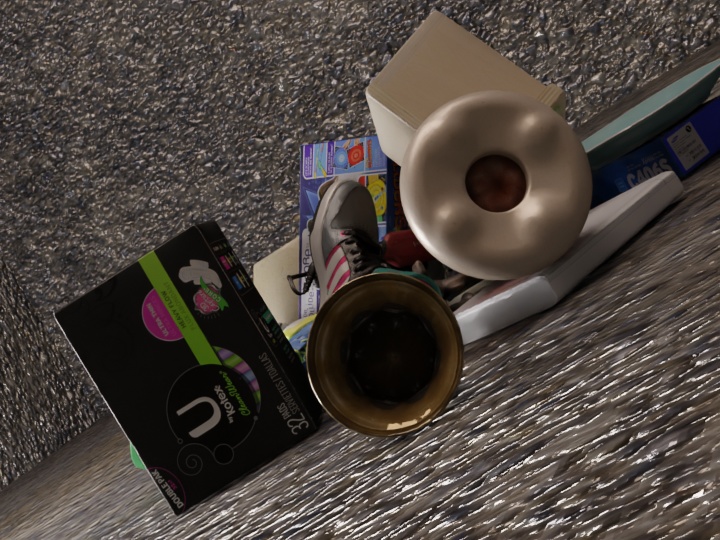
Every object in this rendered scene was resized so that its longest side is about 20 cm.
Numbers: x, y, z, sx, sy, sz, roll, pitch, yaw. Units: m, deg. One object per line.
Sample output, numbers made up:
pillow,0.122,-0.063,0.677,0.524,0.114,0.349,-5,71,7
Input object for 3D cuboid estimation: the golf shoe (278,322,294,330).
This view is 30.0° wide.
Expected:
golf shoe,-0.093,0.116,1.434,0.199,0.072,0.093,-29,41,54

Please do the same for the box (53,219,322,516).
box,-0.143,0.078,1.171,0.147,0.202,0.124,-32,3,4

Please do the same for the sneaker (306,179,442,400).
sneaker,0.014,0.007,1.122,0.083,0.203,0.120,16,-24,-38

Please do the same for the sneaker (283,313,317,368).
sneaker,-0.068,0.112,1.298,0.199,0.076,0.105,-32,21,-8

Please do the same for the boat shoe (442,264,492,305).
boat shoe,0.115,-0.016,1.363,0.074,0.062,0.200,-25,7,20

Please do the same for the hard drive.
hard drive,0.165,-0.010,1.092,0.199,0.027,0.131,-36,4,-40

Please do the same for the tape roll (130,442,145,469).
tape roll,-0.181,0.107,1.370,0.047,0.203,0.200,12,8,4

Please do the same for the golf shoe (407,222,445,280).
golf shoe,0.018,-0.018,1.471,0.078,0.098,0.199,-41,43,-15

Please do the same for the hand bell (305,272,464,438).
hand bell,0.033,0.064,0.952,0.103,0.105,0.200,-31,-10,6

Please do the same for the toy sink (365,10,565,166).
toy sink,0.119,-0.120,1.224,0.112,0.199,0.131,-48,-19,-9

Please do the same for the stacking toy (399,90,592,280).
stacking toy,0.101,-0.043,1.080,0.145,0.147,0.200,-32,-13,-8

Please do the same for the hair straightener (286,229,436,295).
hair straightener,0.000,0.000,1.271,0.199,0.041,0.077,-19,-9,-46

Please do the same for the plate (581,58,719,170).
plate,0.274,-0.143,1.298,0.199,0.026,0.200,-34,3,2

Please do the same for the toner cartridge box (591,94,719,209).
toner cartridge box,0.278,-0.107,1.320,0.094,0.044,0.200,-33,2,-25

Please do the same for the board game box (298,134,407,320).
board game box,-0.009,-0.035,1.395,0.034,0.203,0.134,3,-3,-45

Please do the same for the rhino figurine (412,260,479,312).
rhino figurine,0.032,0.034,1.238,0.087,0.060,0.199,-33,13,-25

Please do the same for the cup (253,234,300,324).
cup,-0.045,0.028,1.559,0.199,0.144,0.200,-32,3,2
